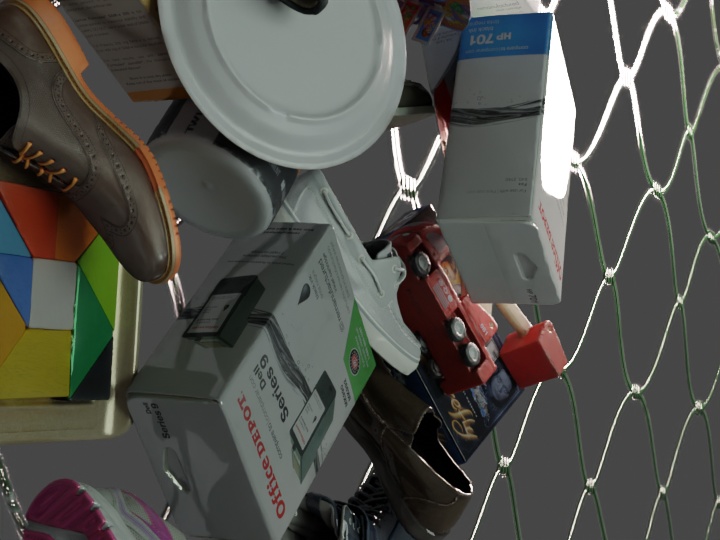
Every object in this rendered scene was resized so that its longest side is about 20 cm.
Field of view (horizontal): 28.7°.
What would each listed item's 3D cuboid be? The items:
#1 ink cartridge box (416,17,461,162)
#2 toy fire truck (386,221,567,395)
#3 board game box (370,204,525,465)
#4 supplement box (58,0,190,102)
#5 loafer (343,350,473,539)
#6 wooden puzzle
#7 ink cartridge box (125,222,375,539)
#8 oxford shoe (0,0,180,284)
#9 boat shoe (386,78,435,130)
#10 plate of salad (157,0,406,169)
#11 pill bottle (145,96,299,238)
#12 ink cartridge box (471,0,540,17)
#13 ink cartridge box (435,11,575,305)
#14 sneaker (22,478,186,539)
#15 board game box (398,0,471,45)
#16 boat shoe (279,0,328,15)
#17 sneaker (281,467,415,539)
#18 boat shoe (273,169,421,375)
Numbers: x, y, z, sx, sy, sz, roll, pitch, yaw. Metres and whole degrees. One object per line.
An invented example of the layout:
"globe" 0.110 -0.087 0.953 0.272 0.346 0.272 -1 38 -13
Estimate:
"ink cartridge box" 0.094 -0.144 1.262 0.161 0.049 0.202 62 15 -57
"toy fire truck" 0.099 0.035 1.255 0.202 0.048 0.141 60 39 -10
"board game box" 0.067 0.057 1.274 0.135 0.034 0.202 -41 106 -50
"supplement box" -0.152 -0.228 0.939 0.201 0.073 0.127 55 46 -42
"loafer" 0.036 0.126 1.184 0.201 0.071 0.073 58 29 12
"wooden puzzle" -0.207 0.017 0.895 0.199 0.037 0.188 7 85 -57
"ink cartridge box" -0.074 0.082 1.045 0.201 0.083 0.147 -59 142 -44
"oxford shoe" -0.184 -0.071 0.865 0.073 0.071 0.201 -34 90 -44
"boat shoe" 0.010 -0.150 1.199 0.201 0.071 0.061 -19 94 -64
"plate of salad" -0.053 -0.165 0.962 0.198 0.048 0.203 9 74 -33
"pill bottle" -0.073 -0.130 1.038 0.107 0.105 0.202 58 45 -40
"ink cartridge box" 0.075 -0.305 1.258 0.200 0.115 0.069 44 54 -48
"ink cartridge box" 0.128 -0.092 1.189 0.147 0.085 0.203 62 34 -56
"sneaker" -0.132 0.217 0.921 0.201 0.081 0.088 57 22 11
"board game box" -0.010 -0.231 1.066 0.039 0.199 0.158 -56 144 -12
"boat shoe" -0.085 -0.237 0.880 0.199 0.075 0.061 32 64 -27
"sneaker" 0.002 0.201 1.195 0.147 0.076 0.204 58 45 -42
"boat shoe" 0.000 0.000 1.151 0.068 0.072 0.201 -38 110 1
